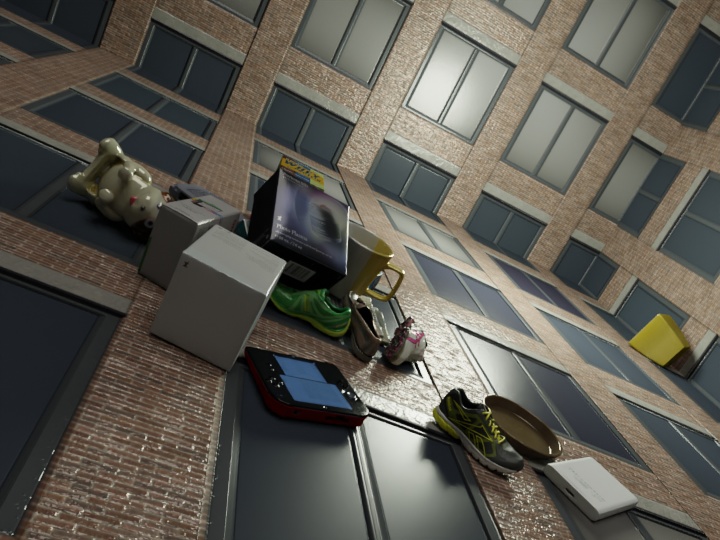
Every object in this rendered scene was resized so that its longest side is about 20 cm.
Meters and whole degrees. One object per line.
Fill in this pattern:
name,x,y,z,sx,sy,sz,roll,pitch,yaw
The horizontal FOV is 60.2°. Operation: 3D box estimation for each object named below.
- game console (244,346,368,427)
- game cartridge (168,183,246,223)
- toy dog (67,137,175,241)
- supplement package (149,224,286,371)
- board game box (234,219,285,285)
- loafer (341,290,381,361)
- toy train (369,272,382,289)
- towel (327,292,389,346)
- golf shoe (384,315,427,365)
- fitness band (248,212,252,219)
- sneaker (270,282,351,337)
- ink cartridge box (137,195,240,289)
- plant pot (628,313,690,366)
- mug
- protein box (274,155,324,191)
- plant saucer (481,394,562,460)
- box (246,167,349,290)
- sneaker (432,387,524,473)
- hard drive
game console,-0.092,0.196,1.070,0.198,0.031,0.177,19,19,-34
game cartridge,-0.398,-0.168,1.654,0.199,0.041,0.133,35,21,20
toy dog,-0.485,-0.146,1.312,0.199,0.140,0.195,34,-20,25
supplement package,-0.239,0.040,1.076,0.150,0.152,0.200,27,16,-5
board game box,-0.177,-0.034,1.420,0.198,0.047,0.153,2,63,-42
loafer,0.008,0.110,1.371,0.071,0.063,0.201,25,29,-30
toy train,-0.017,0.010,1.654,0.114,0.087,0.200,37,13,11
towel,-0.024,0.094,1.488,0.198,0.035,0.193,24,16,-17
golf shoe,0.114,0.172,1.411,0.092,0.073,0.200,48,22,0
fitness band,-0.253,-0.117,1.544,0.037,0.145,0.200,24,16,-18
sneaker,-0.109,0.067,1.338,0.198,0.084,0.074,26,16,-6
ink cartridge box,-0.334,-0.060,1.232,0.083,0.146,0.200,28,16,6
plant pot,1.418,0.340,2.914,0.198,0.201,0.177,9,36,-49
mug,-0.008,-0.003,1.483,0.186,0.154,0.149,40,19,25
protein box,-0.202,-0.187,1.739,0.133,0.202,0.199,24,16,-12
plant saucer,0.348,0.345,1.362,0.198,0.030,0.200,26,17,-8
box,-0.136,-0.081,1.364,0.198,0.123,0.201,25,48,-30
sneaker,0.231,0.304,1.187,0.199,0.085,0.074,34,18,19
hard drive,0.476,0.445,1.279,0.198,0.027,0.132,13,23,-45
